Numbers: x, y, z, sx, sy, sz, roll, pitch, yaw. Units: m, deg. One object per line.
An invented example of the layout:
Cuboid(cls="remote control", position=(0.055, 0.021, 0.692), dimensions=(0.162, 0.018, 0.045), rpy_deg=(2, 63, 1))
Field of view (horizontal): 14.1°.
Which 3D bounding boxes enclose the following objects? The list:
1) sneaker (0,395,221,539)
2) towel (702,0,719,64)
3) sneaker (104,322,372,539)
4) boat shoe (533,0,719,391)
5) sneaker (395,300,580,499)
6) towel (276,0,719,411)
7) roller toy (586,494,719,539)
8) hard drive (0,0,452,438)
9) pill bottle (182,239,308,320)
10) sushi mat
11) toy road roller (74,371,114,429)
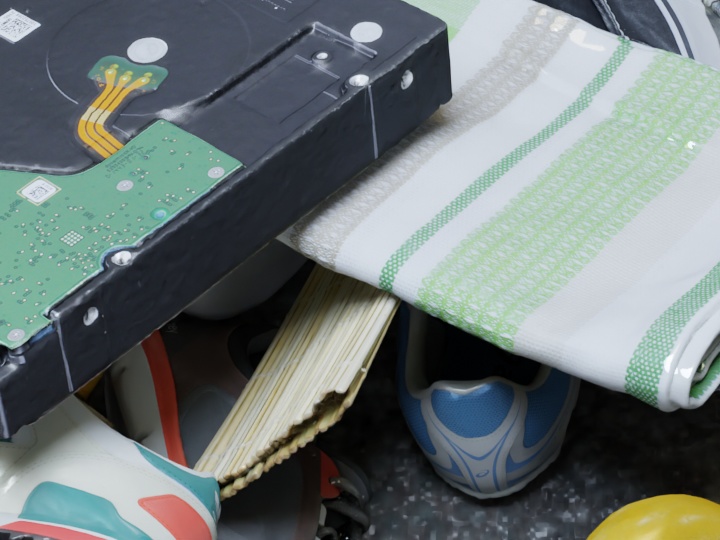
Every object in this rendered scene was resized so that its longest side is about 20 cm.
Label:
Cuboid(cls="sneaker", position=(-0.137, 0.061, 0.907), dimensions=(0.200, 0.070, 0.093), rpy_deg=(20, 32, 10))
Cuboid(cls="towel", position=(0.201, -0.111, 1.081), dimensions=(0.200, 0.035, 0.193), rpy_deg=(-22, 44, -27))
Cuboid(cls="sneaker", position=(-0.030, 0.091, 0.981), dimensions=(0.082, 0.077, 0.200), rpy_deg=(-11, 57, -13))
Cuboid(cls="boat shoe", position=(0.088, -0.045, 1.016), dimensions=(0.068, 0.072, 0.200), rpy_deg=(6, 53, -35))
Cuboid(cls="sneaker", position=(0.050, -0.016, 1.048), dimensions=(0.072, 0.073, 0.200), rpy_deg=(0, 55, 5))
Cuboid(cls="towel", position=(0.055, -0.037, 0.938), dimensions=(0.200, 0.031, 0.149), rpy_deg=(24, 45, 26))
Cuboid(cls="roller toy", position=(0.119, 0.177, 0.838), dimensions=(0.140, 0.200, 0.183), rpy_deg=(9, 72, 54))
Cuboid(cls="hard drive", position=(-0.086, -0.041, 0.913), dimensions=(0.140, 0.038, 0.200), rpy_deg=(29, 52, 32))
Cuboid(cls="pill bottle", position=(-0.106, -0.072, 1.064), dimensions=(0.200, 0.112, 0.112), rpy_deg=(28, 62, 24))
Cuboid(cls="sushi mat", position=(0.000, 0.000, 0.977), dimensions=(0.012, 0.096, 0.200), rpy_deg=(43, 42, -13))
Cuboid(cls="toy road roller", position=(-0.193, 0.035, 0.998), dimensions=(0.200, 0.146, 0.123), rpy_deg=(32, 81, -10))
